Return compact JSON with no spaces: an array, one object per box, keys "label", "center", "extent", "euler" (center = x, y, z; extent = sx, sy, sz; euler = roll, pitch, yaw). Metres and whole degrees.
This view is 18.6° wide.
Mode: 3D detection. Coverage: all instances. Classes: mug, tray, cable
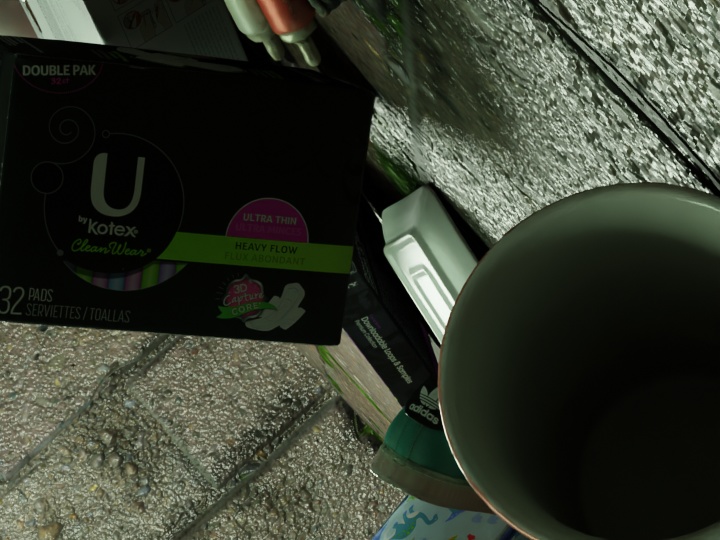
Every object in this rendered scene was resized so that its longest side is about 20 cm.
[{"label":"mug","center":[0.103,0.079,0.829],"extent":[0.133,0.178,0.200],"euler":[29,172,20]},{"label":"tray","center":[0.072,0.045,1.318],"extent":[0.200,0.022,0.107],"euler":[58,163,-1]},{"label":"cable","center":[-0.071,-0.173,1.008],"extent":[0.200,0.050,0.097],"euler":[51,173,-34]}]

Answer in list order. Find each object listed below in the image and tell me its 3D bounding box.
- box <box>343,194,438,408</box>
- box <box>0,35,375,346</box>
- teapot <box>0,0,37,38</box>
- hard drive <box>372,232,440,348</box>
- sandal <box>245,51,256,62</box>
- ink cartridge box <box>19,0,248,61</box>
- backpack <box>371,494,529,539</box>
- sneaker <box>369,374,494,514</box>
[{"label":"box","center":[0.000,0.000,1.485],"extent":[0.200,0.036,0.143],"euler":[57,-168,-53]},{"label":"box","center":[-0.110,-0.046,1.231],"extent":[0.200,0.149,0.124],"euler":[4,-170,-17]},{"label":"teapot","center":[-0.277,-0.220,1.844],"extent":[0.197,0.146,0.200],"euler":[20,158,-6]},{"label":"hard drive","center":[0.097,0.063,1.430],"extent":[0.200,0.033,0.140],"euler":[44,173,39]},{"label":"sandal","center":[-0.076,-0.099,1.519],"extent":[0.082,0.055,0.200],"euler":[46,170,16]},{"label":"ink cartridge box","center":[-0.146,-0.157,1.369],"extent":[0.176,0.084,0.200],"euler":[43,161,45]},{"label":"backpack","center":[0.113,0.250,1.830],"extent":[0.147,0.183,0.200],"euler":[51,169,-35]},{"label":"sneaker","center":[0.078,0.108,1.420],"extent":[0.071,0.080,0.200],"euler":[29,-173,24]}]
